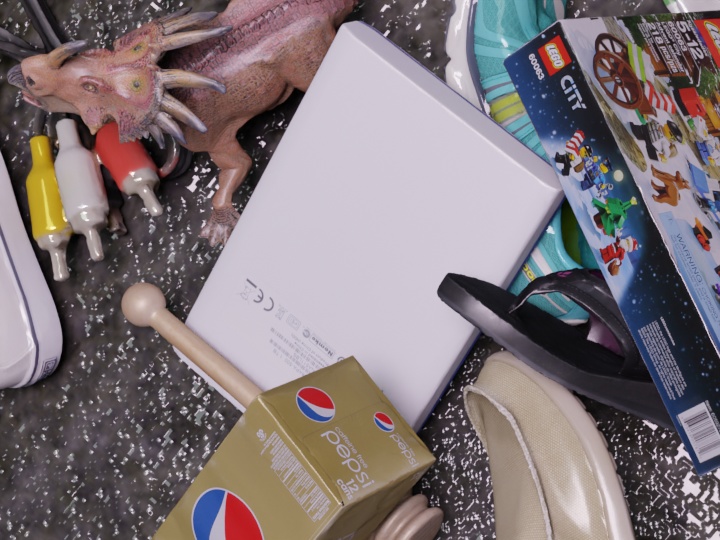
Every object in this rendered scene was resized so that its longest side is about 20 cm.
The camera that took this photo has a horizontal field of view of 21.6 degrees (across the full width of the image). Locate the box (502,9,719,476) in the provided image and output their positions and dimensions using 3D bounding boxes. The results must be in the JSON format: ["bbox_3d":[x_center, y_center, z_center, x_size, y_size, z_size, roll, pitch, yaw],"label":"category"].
[{"bbox_3d":[0.156,-0.019,0.841,0.038,0.136,0.200,-33,76,40],"label":"box"}]

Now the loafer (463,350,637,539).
[{"bbox_3d":[0.086,0.129,0.826,0.068,0.076,0.200,-19,69,-12],"label":"loafer"}]

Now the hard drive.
[{"bbox_3d":[0.000,0.000,0.911,0.132,0.025,0.200,39,119,18],"label":"hard drive"}]

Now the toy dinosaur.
[{"bbox_3d":[-0.058,-0.104,0.915,0.200,0.136,0.086,-39,67,-13],"label":"toy dinosaur"}]

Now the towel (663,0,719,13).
[{"bbox_3d":[0.226,-0.140,0.907,0.152,0.023,0.200,-29,75,10],"label":"towel"}]

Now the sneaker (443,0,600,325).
[{"bbox_3d":[0.093,-0.073,0.901,0.080,0.077,0.201,-6,90,45],"label":"sneaker"}]

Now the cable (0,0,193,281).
[{"bbox_3d":[-0.158,-0.099,0.997,0.097,0.050,0.200,-31,76,15],"label":"cable"}]

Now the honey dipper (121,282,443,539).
[{"bbox_3d":[-0.043,0.068,0.920,0.200,0.038,0.038,40,95,21],"label":"honey dipper"}]

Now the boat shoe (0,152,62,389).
[{"bbox_3d":[-0.226,-0.027,0.992,0.072,0.066,0.200,-31,78,43],"label":"boat shoe"}]

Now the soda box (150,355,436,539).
[{"bbox_3d":[-0.050,0.129,0.877,0.064,0.068,0.200,51,131,16],"label":"soda box"}]

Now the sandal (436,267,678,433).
[{"bbox_3d":[0.123,0.034,0.849,0.200,0.075,0.048,24,102,-21],"label":"sandal"}]
